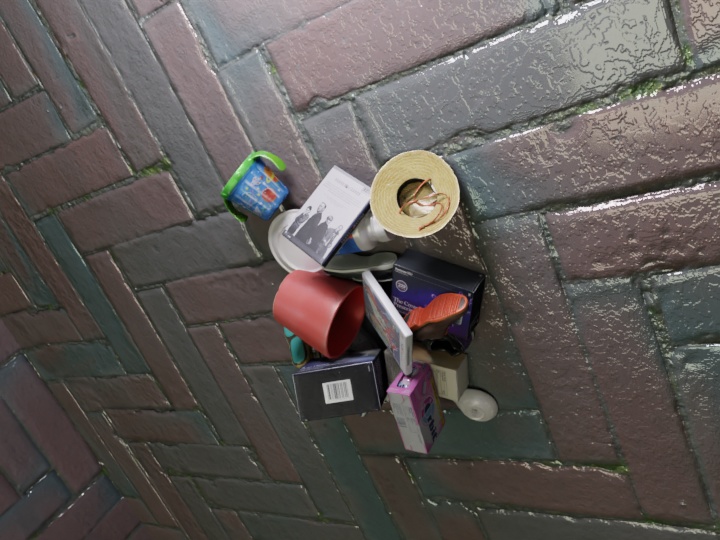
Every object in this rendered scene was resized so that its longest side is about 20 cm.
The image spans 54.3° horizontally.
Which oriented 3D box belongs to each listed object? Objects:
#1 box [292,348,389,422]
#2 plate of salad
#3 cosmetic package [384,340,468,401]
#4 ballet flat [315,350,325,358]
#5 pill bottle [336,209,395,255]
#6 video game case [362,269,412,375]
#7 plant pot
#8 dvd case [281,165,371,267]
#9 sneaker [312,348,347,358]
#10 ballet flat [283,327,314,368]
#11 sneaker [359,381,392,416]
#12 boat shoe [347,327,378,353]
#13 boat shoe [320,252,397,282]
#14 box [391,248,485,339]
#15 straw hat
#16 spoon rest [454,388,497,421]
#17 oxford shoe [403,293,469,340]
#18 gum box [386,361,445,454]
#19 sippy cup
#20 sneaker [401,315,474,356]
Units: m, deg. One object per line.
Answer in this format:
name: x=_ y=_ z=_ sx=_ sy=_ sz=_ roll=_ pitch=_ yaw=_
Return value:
box: x=-0.044 y=0.275 z=1.721 sx=0.198 sy=0.198 sz=0.124 roll=-10 pitch=91 yaw=9
plate of salad: x=-0.136 y=-0.066 z=1.757 sx=0.198 sy=0.048 sz=0.201 roll=11 pitch=124 yaw=16
cosmetic package: x=0.166 y=0.244 z=1.753 sx=0.199 sy=0.071 sz=0.106 roll=13 pitch=128 yaw=28
ballet flat: x=-0.092 y=0.203 z=1.854 sx=0.064 sy=0.067 sz=0.201 roll=78 pitch=173 yaw=-72
pill bottle: x=-0.024 y=-0.096 z=1.605 sx=0.199 sy=0.112 sz=0.113 roll=-9 pitch=116 yaw=26
video game case: x=0.062 y=0.123 z=1.635 sx=0.201 sy=0.023 sz=0.183 roll=56 pitch=164 yaw=32
plant pot: x=-0.104 y=0.094 z=1.720 sx=0.176 sy=0.200 sz=0.202 roll=22 pitch=131 yaw=21
dvd case: x=-0.068 y=-0.123 z=1.560 sx=0.150 sy=0.200 sz=0.025 roll=36 pitch=177 yaw=37
sneaker: x=-0.049 y=0.248 z=1.915 sx=0.198 sy=0.071 sz=0.073 roll=14 pitch=130 yaw=-1
ballet flat: x=-0.165 y=0.185 z=1.898 sx=0.070 sy=0.201 sz=0.071 roll=-9 pitch=139 yaw=-8
sneaker: x=0.052 y=0.333 z=1.886 sx=0.085 sy=0.077 sz=0.201 roll=12 pitch=133 yaw=-16
boat shoe: x=-0.026 y=0.180 z=1.834 sx=0.074 sy=0.086 sz=0.203 roll=-21 pitch=107 yaw=43
boat shoe: x=0.000 y=0.000 z=1.684 sx=0.198 sy=0.076 sz=0.061 roll=1 pitch=128 yaw=27
box: x=0.174 y=0.053 z=1.608 sx=0.199 sy=0.079 sz=0.142 roll=20 pitch=128 yaw=23
straw hat: x=0.125 y=-0.146 z=1.487 sx=0.200 sy=0.203 sz=0.085 roll=15 pitch=172 yaw=26
spoon rest: x=0.249 y=0.329 z=1.777 sx=0.198 sy=0.061 sz=0.100 roll=11 pitch=129 yaw=13
oxford shoe: x=0.177 y=0.106 z=1.553 sx=0.072 sy=0.072 sz=0.199 roll=38 pitch=145 yaw=-20
gum box: x=0.137 y=0.328 z=1.703 sx=0.066 sy=0.114 sz=0.201 roll=3 pitch=124 yaw=34
sippy cup: x=-0.248 y=-0.195 z=1.700 sx=0.130 sy=0.140 sz=0.178 roll=39 pitch=159 yaw=-9
sneaker: x=0.164 y=0.143 z=1.670 sx=0.199 sy=0.088 sz=0.076 roll=17 pitch=130 yaw=26
